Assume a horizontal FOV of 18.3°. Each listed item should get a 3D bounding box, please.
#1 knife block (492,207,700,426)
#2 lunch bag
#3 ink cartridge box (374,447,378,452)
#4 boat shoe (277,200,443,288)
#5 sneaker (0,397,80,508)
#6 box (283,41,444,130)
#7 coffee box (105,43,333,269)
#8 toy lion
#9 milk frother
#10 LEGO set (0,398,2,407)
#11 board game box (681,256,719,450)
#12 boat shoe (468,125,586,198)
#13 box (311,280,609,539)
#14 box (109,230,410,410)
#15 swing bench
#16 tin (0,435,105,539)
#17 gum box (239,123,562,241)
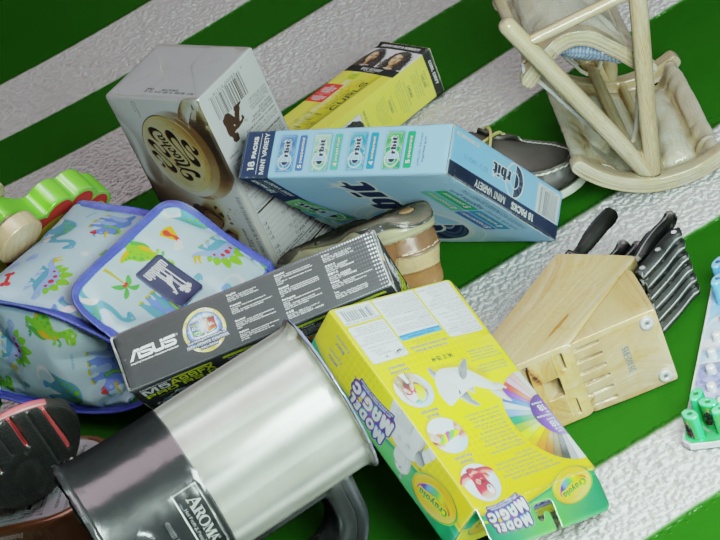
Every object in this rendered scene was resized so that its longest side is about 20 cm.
[{"bbox_3d":[0.156,0.031,1.631,0.199,0.064,0.176,-23,28,0],"label":"knife block"},{"bbox_3d":[-0.190,0.031,1.821,0.199,0.128,0.170,10,37,29],"label":"lunch bag"},{"bbox_3d":[-0.019,0.090,1.679,0.199,0.042,0.120,-9,33,29],"label":"ink cartridge box"},{"bbox_3d":[0.000,0.000,1.776,0.075,0.074,0.200,-25,4,-28],"label":"boat shoe"},{"bbox_3d":[-0.301,0.154,1.663,0.200,0.074,0.087,-37,31,-23],"label":"sneaker"},{"bbox_3d":[-0.018,-0.136,2.047,0.200,0.050,0.075,-40,34,-28],"label":"box"},{"bbox_3d":[-0.113,-0.085,1.874,0.113,0.201,0.080,8,44,41],"label":"coffee box"},{"bbox_3d":[-0.304,-0.003,1.940,0.069,0.192,0.200,41,102,18],"label":"toy lion"},{"bbox_3d":[-0.106,0.129,1.519,0.188,0.181,0.200,-32,42,-9],"label":"milk frother"},{"bbox_3d":[-0.393,0.099,1.796,0.115,0.200,0.155,-8,52,28],"label":"LEGO set"},{"bbox_3d":[0.326,0.040,1.535,0.199,0.026,0.200,-9,31,22],"label":"board game box"},{"bbox_3d":[0.093,-0.087,1.875,0.200,0.061,0.072,-4,33,30],"label":"boat shoe"},{"bbox_3d":[0.067,0.102,1.479,0.117,0.048,0.200,-13,54,-40],"label":"box"},{"bbox_3d":[-0.060,0.048,1.592,0.199,0.160,0.044,-23,71,5],"label":"box"},{"bbox_3d":[0.192,-0.181,1.827,0.129,0.201,0.199,-25,28,7],"label":"swing bench"},{"bbox_3d":[-0.268,0.182,1.706,0.199,0.042,0.112,-14,34,15],"label":"tin"},{"bbox_3d":[0.033,-0.068,1.784,0.199,0.170,0.045,0,73,36],"label":"gum box"}]
